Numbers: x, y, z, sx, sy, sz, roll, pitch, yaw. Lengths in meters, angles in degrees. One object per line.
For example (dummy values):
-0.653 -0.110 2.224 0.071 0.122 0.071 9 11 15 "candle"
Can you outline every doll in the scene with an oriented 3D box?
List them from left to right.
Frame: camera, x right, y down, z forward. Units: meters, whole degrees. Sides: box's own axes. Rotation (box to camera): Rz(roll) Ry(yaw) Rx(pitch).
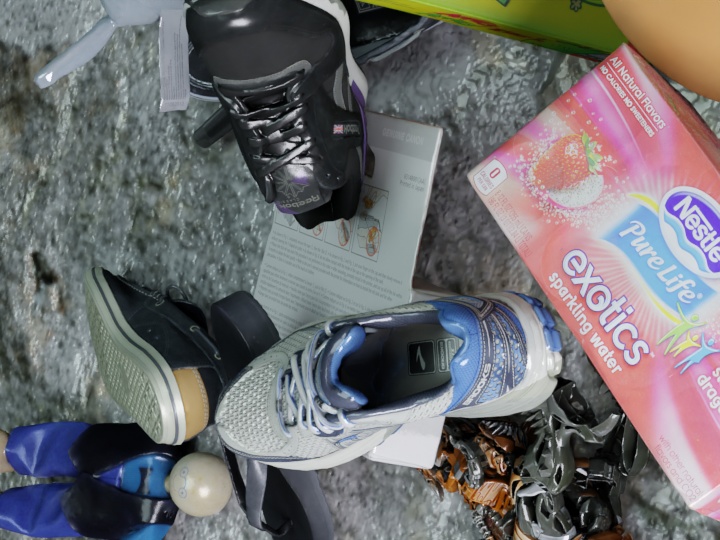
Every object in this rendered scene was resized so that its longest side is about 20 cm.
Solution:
-0.161 0.139 1.359 0.199 0.048 0.138 -5 71 35 "doll"

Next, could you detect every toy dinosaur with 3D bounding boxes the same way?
0.110 0.112 1.116 0.199 0.102 0.137 22 114 23 "toy dinosaur"

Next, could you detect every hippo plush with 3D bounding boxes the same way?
-0.085 -0.206 1.227 0.161 0.158 0.201 -88 9 -70 "hippo plush"

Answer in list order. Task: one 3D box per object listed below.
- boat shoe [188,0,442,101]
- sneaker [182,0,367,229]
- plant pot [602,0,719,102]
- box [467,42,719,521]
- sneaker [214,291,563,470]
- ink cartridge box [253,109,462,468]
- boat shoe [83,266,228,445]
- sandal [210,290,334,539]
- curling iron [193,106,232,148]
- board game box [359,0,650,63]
-0.036 -0.138 1.247 0.199 0.068 0.072 -12 109 26 "boat shoe"
-0.032 -0.079 1.080 0.075 0.200 0.088 -10 73 13 "sneaker"
0.200 -0.171 1.006 0.140 0.199 0.201 -44 56 48 "plant pot"
0.152 0.009 0.983 0.102 0.095 0.201 -39 61 14 "box"
-0.003 0.050 1.060 0.199 0.085 0.078 -20 76 33 "sneaker"
0.000 0.000 1.193 0.200 0.044 0.178 22 101 63 "ink cartridge box"
-0.126 0.048 1.324 0.200 0.062 0.075 -142 40 -60 "boat shoe"
-0.061 0.096 1.210 0.076 0.043 0.201 43 154 46 "sandal"
-0.038 -0.143 1.303 0.050 0.026 0.200 43 122 -3 "curling iron"
0.071 -0.175 1.096 0.047 0.199 0.102 10 90 56 "board game box"
